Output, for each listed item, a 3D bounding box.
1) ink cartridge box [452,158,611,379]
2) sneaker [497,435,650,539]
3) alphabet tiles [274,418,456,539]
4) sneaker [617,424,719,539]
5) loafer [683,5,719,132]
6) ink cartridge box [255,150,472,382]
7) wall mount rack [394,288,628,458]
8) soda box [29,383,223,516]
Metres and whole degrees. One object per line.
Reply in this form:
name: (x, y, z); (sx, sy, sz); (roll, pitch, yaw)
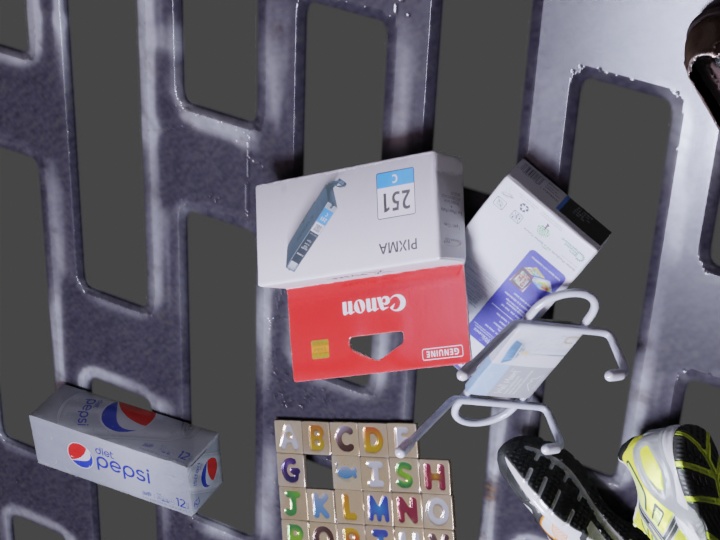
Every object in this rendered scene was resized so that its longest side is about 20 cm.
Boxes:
ink cartridge box: (0.119, 0.005, 1.521); (0.099, 0.039, 0.200); (41, 131, 3)
sneaker: (0.189, 0.234, 1.603); (0.200, 0.074, 0.080); (46, 135, -1)
alphabet tiles: (0.004, 0.228, 1.717); (0.200, 0.008, 0.167); (-2, 94, 34)
sneaker: (0.282, 0.224, 1.545); (0.076, 0.075, 0.200); (-4, 106, 43)
loafer: (0.297, -0.097, 1.316); (0.200, 0.071, 0.073); (51, 132, -6)
ink cartridge box: (0.000, 0.000, 1.532); (0.200, 0.045, 0.176); (-9, 80, 37)
wall mount rack: (0.122, 0.098, 1.503); (0.200, 0.174, 0.075); (-57, 39, 42)
soda box: (-0.243, 0.184, 1.853); (0.200, 0.063, 0.068); (14, 127, 25)
